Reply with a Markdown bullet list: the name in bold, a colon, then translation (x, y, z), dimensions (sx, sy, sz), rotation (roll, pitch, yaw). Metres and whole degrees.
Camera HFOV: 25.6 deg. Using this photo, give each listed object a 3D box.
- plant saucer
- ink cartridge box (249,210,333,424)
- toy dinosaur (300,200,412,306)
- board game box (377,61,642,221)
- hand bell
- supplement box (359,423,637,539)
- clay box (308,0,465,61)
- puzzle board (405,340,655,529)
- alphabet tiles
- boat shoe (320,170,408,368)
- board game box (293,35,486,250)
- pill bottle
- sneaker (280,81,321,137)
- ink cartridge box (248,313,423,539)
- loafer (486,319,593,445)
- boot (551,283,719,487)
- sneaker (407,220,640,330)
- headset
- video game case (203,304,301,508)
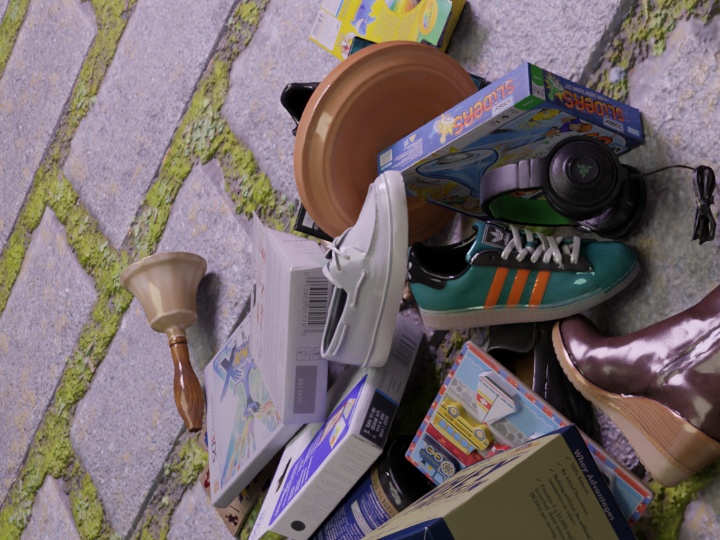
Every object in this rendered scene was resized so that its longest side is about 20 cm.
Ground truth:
- **plant saucer**: translation (0.033, -0.111, 1.467), dimensions (0.032, 0.200, 0.200), rotation (32, 108, 54)
- **ink cartridge box**: translation (-0.072, 0.042, 1.578), dimensions (0.200, 0.050, 0.161), rotation (-124, 35, -68)
- **toy dinosaur**: translation (-0.011, 0.006, 1.635), dimensions (0.200, 0.058, 0.101), rotation (39, 99, 40)
- **board game box**: translation (0.128, -0.108, 1.399), dimensions (0.200, 0.135, 0.034), rotation (-29, 54, 46)
- **hand bell**: translation (-0.209, 0.090, 1.819), dimensions (0.104, 0.104, 0.200), rotation (-38, 57, 41)
- **supplement box**: translation (0.115, 0.260, 1.241), dimensions (0.134, 0.200, 0.200), rotation (-30, 87, 45)
- **clay box**: translation (0.031, -0.252, 1.624), dimensions (0.200, 0.048, 0.115), rotation (41, 115, 46)
- **puzzle board**: translation (0.135, 0.173, 1.336), dimensions (0.200, 0.017, 0.151), rotation (40, 131, 19)
- **alphabet tiles**: translation (-0.120, 0.188, 1.761), dimensions (0.167, 0.008, 0.200), rotation (50, 122, 44)
- **boat shoe**: translation (0.000, 0.000, 1.427), dimensions (0.072, 0.068, 0.200), rotation (-102, 17, -50)
- **board game box**: translation (0.028, -0.113, 1.548), dimensions (0.028, 0.135, 0.200), rotation (-47, -24, -77)
- **pill bottle**: translation (0.017, 0.253, 1.488), dimensions (0.200, 0.112, 0.112), rotation (-50, 47, 33)
- **sneaker**: translation (-0.025, -0.130, 1.640), dimensions (0.200, 0.084, 0.077), rotation (49, 122, 43)
- **ink cartridge box**: translation (-0.025, 0.164, 1.531), dimensions (0.200, 0.043, 0.198), rotation (-50, 10, 34)
- **loafer**: translation (0.143, 0.070, 1.396), dimensions (0.073, 0.072, 0.200), rotation (-44, 50, 39)
- **boot**: translation (0.256, 0.058, 1.279), dimensions (0.166, 0.072, 0.200), rotation (-51, 44, 16)
- **sneaker**: translation (0.134, -0.004, 1.356), dimensions (0.200, 0.080, 0.071), rotation (-12, 30, 19)
- **headset**: translation (0.197, -0.055, 1.321), dimensions (0.200, 0.123, 0.094), rotation (-8, 73, 28)
- **video game case**: translation (-0.116, 0.130, 1.713), dimensions (0.200, 0.022, 0.182), rotation (-49, 37, 40)
